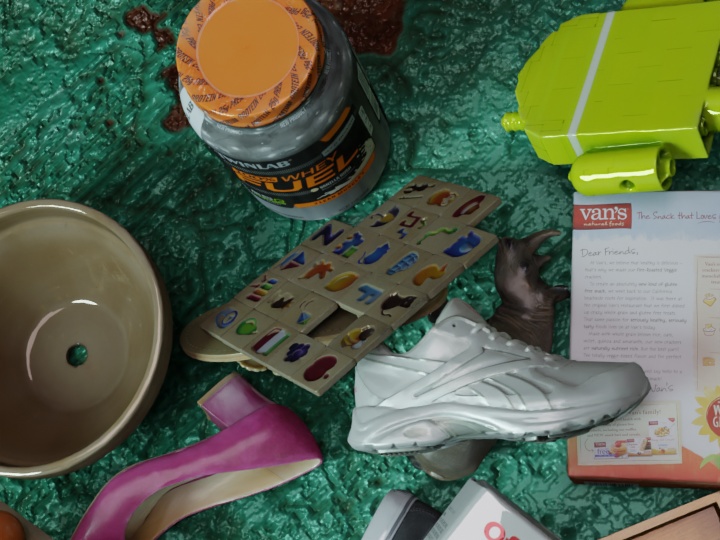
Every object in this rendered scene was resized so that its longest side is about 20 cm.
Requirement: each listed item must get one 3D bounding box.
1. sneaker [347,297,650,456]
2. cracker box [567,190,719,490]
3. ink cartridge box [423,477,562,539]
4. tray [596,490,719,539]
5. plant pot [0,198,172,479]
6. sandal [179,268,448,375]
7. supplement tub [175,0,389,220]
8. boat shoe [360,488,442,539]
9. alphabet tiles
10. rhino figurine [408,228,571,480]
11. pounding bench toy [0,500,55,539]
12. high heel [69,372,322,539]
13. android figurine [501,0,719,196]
[{"bbox_3d":[0.086,0.064,0.868,0.199,0.078,0.100,-6,79,8],"label":"sneaker"},{"bbox_3d":[0.212,0.047,0.918,0.133,0.058,0.201,1,77,13],"label":"cracker box"},{"bbox_3d":[0.070,0.252,0.832,0.145,0.084,0.200,38,86,4],"label":"ink cartridge box"},{"bbox_3d":[0.168,0.232,0.893,0.199,0.037,0.099,-23,73,5],"label":"tray"},{"bbox_3d":[-0.225,0.056,0.989,0.199,0.093,0.202,-3,76,12],"label":"plant pot"},{"bbox_3d":[-0.028,0.054,0.959,0.211,0.070,0.078,-15,29,24],"label":"sandal"},{"bbox_3d":[-0.053,-0.118,0.940,0.122,0.200,0.123,-3,76,12],"label":"supplement tub"},{"bbox_3d":[0.010,0.251,0.909,0.066,0.070,0.201,22,74,17],"label":"boat shoe"},{"bbox_3d":[0.000,0.000,0.938,0.200,0.008,0.167,-39,30,-19],"label":"alphabet tiles"},{"bbox_3d":[0.086,0.056,0.939,0.087,0.060,0.201,33,87,19],"label":"rhino figurine"},{"bbox_3d":[-0.292,0.233,0.912,0.199,0.124,0.157,30,111,18],"label":"pounding bench toy"},{"bbox_3d":[-0.121,0.171,0.953,0.200,0.067,0.096,-43,61,-15],"label":"high heel"},{"bbox_3d":[0.193,-0.130,0.941,0.199,0.041,0.183,-3,52,33],"label":"android figurine"}]
